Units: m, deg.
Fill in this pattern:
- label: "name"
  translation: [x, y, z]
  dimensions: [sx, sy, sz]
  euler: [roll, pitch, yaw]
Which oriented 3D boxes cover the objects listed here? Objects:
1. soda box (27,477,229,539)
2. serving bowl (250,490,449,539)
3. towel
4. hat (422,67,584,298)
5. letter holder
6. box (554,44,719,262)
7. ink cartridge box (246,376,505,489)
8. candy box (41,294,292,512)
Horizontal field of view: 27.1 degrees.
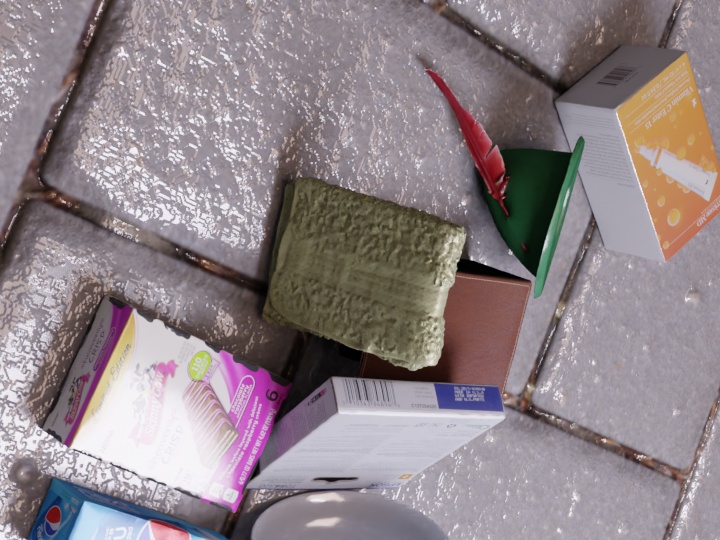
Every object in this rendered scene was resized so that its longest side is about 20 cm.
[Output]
- label: "soda box"
  translation: [-0.201, 0.256, 1.380]
  dimensions: [0.199, 0.068, 0.065]
  euler: [26, 85, -38]
- label: "serving bowl"
  translation: [-0.011, 0.292, 1.458]
  dimensions: [0.198, 0.199, 0.067]
  euler: [-8, 115, -36]
- label: "towel"
  translation: [0.000, 0.000, 1.400]
  dimensions: [0.036, 0.198, 0.150]
  euler: [0, 104, -60]
- label: "hat"
  translation: [0.134, -0.091, 1.581]
  dimensions: [0.166, 0.174, 0.202]
  euler: [-28, 133, -78]
- label: "letter holder"
  translation: [0.057, 0.059, 1.515]
  dimensions: [0.198, 0.100, 0.144]
  euler: [7, 98, -38]
- label: "box"
  translation: [0.317, -0.131, 1.670]
  dimensions: [0.124, 0.097, 0.201]
  euler: [-39, 122, -24]
- label: "ink cartridge box"
  translation: [0.007, 0.161, 1.462]
  dimensions: [0.195, 0.200, 0.044]
  euler: [5, 62, -33]
- label: "candy box"
  translation: [-0.173, 0.125, 1.375]
  dimensions: [0.199, 0.061, 0.138]
  euler: [28, 84, -38]
